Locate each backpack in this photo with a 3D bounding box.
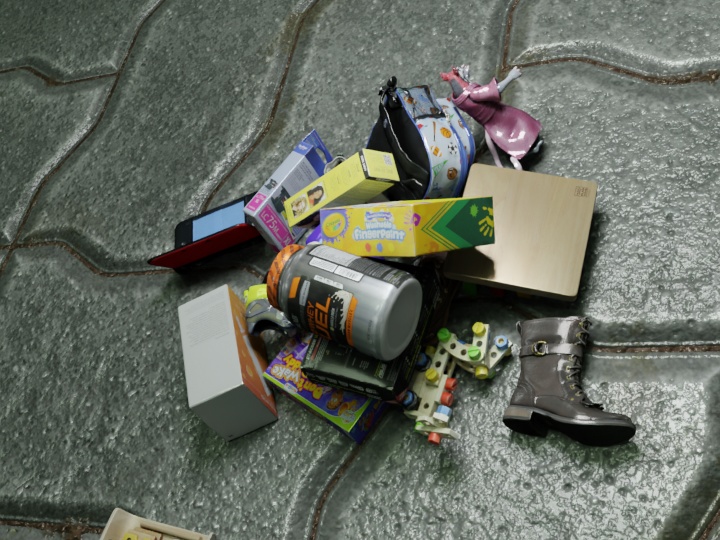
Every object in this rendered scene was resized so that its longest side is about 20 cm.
[{"bbox_3d":[0.099,-0.187,1.514,0.152,0.201,0.192,-7,55,-19],"label":"backpack"}]

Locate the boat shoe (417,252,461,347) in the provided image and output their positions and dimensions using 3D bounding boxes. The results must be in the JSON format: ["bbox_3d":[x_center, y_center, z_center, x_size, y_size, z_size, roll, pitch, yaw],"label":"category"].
[{"bbox_3d":[0.115,0.017,1.429,0.069,0.071,0.202,-3,55,26],"label":"boat shoe"}]

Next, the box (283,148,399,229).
[{"bbox_3d":[-0.033,-0.128,1.483,0.199,0.075,0.051,-30,69,40],"label":"box"}]

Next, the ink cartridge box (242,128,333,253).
[{"bbox_3d":[-0.110,-0.139,1.624,0.042,0.120,0.201,23,69,40],"label":"ink cartridge box"}]

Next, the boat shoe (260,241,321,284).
[{"bbox_3d":[-0.108,0.007,1.489,0.064,0.073,0.200,-20,-2,-27],"label":"boat shoe"}]

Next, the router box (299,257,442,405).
[{"bbox_3d":[0.018,0.082,1.332,0.148,0.062,0.202,12,64,23],"label":"router box"}]

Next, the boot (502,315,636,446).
[{"bbox_3d":[0.289,0.140,1.249,0.198,0.069,0.176,4,59,32],"label":"boot"}]

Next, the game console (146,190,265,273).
[{"bbox_3d":[-0.278,-0.081,1.671,0.198,0.119,0.174,-19,50,13],"label":"game console"}]

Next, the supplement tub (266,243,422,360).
[{"bbox_3d":[-0.025,0.037,1.261,0.198,0.123,0.123,18,66,28],"label":"supplement tub"}]

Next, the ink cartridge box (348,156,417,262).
[{"bbox_3d":[0.032,-0.105,1.542,0.037,0.095,0.201,-35,48,0],"label":"ink cartridge box"}]

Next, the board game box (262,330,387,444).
[{"bbox_3d":[-0.040,0.161,1.420,0.199,0.045,0.135,26,71,38],"label":"board game box"}]

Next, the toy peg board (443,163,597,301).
[{"bbox_3d":[0.247,-0.042,1.403,0.196,0.098,0.202,11,63,15],"label":"toy peg board"}]

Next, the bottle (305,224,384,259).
[{"bbox_3d":[0.000,0.000,1.476,0.083,0.065,0.200,-43,67,-5],"label":"bottle"}]

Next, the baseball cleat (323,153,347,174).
[{"bbox_3d":[-0.038,-0.111,1.576,0.069,0.107,0.202,-13,54,12],"label":"baseball cleat"}]

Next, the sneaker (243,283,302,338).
[{"bbox_3d":[-0.092,0.066,1.445,0.197,0.074,0.082,-7,60,15],"label":"sneaker"}]

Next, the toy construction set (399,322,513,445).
[{"bbox_3d":[0.127,0.166,1.308,0.130,0.093,0.201,8,50,31],"label":"toy construction set"}]

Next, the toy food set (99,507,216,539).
[{"bbox_3d":[-0.318,0.439,1.353,0.198,0.061,0.145,5,60,29],"label":"toy food set"}]

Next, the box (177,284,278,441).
[{"bbox_3d":[-0.214,0.147,1.468,0.096,0.125,0.202,-24,50,9],"label":"box"}]

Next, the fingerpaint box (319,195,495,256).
[{"bbox_3d":[0.066,-0.062,1.314,0.199,0.165,0.075,1,98,48],"label":"fingerpaint box"}]

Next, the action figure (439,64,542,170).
[{"bbox_3d":[0.202,-0.263,1.512,0.150,0.199,0.134,-62,22,-6],"label":"action figure"}]
